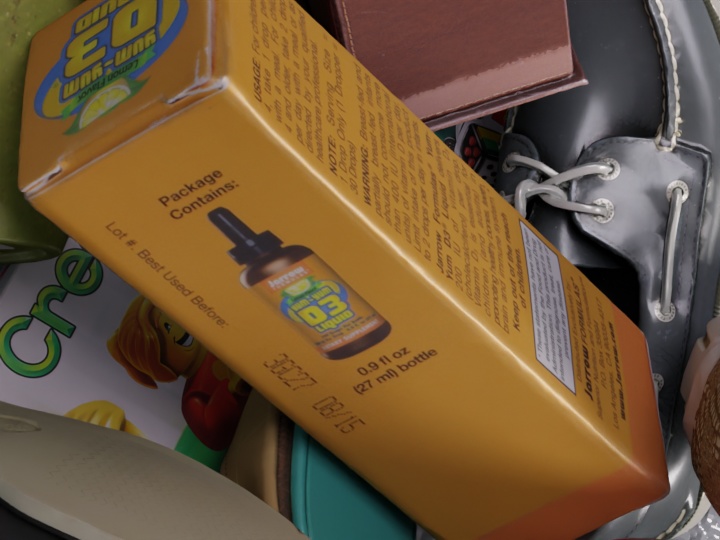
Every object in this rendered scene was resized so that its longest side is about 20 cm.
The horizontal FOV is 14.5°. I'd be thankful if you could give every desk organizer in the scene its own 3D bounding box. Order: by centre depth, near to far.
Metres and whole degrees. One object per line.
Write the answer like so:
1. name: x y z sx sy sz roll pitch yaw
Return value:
1. desk organizer: 0.000 -0.141 0.832 0.072 0.077 0.200 -17 56 -3

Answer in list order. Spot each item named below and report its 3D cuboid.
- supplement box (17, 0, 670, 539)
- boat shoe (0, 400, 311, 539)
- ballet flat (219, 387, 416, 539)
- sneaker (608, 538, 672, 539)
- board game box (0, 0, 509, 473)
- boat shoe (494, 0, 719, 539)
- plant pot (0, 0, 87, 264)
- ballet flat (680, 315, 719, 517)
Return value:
1. supplement box: 0.000 0.000 0.742 0.200 0.066 0.069 41 32 -38
2. boat shoe: -0.099 0.066 0.734 0.201 0.074 0.063 18 101 17
3. ballet flat: -0.017 0.103 0.758 0.069 0.063 0.200 39 33 -46
4. sneaker: 0.049 0.097 0.696 0.200 0.085 0.077 -16 91 -57
5. board game box: -0.035 0.001 0.843 0.126 0.035 0.200 32 63 -12
6. boat shoe: 0.072 -0.012 0.841 0.062 0.073 0.201 -14 104 -56
7. plant pot: -0.124 -0.105 0.770 0.187 0.187 0.201 3 84 -23
8. ballet flat: 0.131 0.040 0.822 0.200 0.065 0.071 5 106 -58
